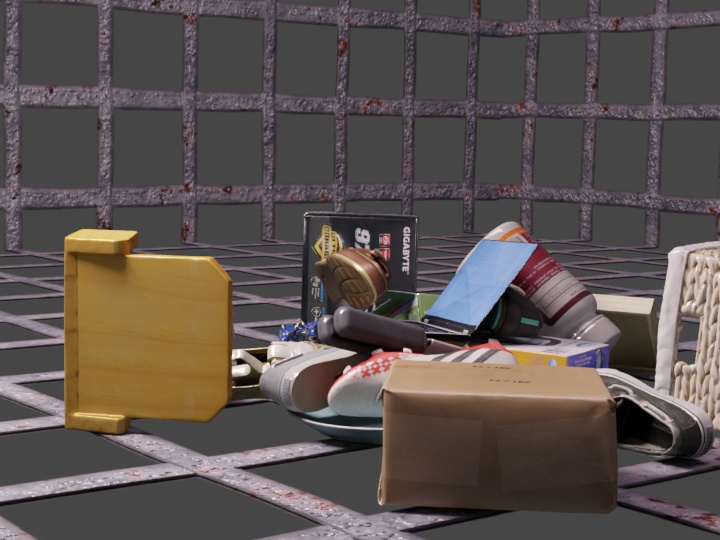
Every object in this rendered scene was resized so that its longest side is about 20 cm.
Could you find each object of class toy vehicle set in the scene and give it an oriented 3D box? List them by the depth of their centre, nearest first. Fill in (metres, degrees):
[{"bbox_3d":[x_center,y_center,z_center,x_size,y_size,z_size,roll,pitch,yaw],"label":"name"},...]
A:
[{"bbox_3d":[0.297,0.080,1.876,0.200,0.124,0.027,4,49,23],"label":"toy vehicle set"}]

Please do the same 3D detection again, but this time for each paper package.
[{"bbox_3d":[0.120,0.144,1.252,0.200,0.104,0.191,1,4,5],"label":"paper package"}]

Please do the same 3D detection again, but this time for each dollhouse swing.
[{"bbox_3d":[-0.221,0.061,1.497,0.176,0.200,0.182,0,6,-3],"label":"dollhouse swing"}]

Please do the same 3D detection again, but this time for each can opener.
[{"bbox_3d":[0.044,0.092,1.470,0.200,0.067,0.053,16,-31,-38],"label":"can opener"}]

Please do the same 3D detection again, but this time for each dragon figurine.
[{"bbox_3d":[-0.061,0.095,1.698,0.059,0.100,0.200,2,6,6],"label":"dragon figurine"}]

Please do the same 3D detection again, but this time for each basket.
[{"bbox_3d":[0.440,0.076,1.550,0.161,0.198,0.200,10,10,35],"label":"basket"}]

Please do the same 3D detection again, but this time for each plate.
[{"bbox_3d":[0.021,0.157,1.485,0.200,0.026,0.200,1,7,0],"label":"plate"}]

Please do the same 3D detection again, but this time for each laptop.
[{"bbox_3d":[0.077,0.016,1.635,0.200,0.116,0.187,4,1,-15],"label":"laptop"}]

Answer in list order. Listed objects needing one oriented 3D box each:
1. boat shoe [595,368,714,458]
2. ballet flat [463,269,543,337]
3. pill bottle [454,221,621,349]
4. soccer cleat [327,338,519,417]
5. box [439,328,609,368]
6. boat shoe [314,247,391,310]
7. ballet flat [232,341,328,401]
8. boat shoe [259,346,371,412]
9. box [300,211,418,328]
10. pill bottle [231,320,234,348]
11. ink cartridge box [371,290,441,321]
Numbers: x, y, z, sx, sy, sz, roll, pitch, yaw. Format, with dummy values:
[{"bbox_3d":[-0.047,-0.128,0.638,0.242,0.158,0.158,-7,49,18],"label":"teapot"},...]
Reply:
[{"bbox_3d":[0.264,0.144,1.432,0.064,0.071,0.200,-2,8,-36],"label":"boat shoe"},{"bbox_3d":[0.167,0.045,1.673,0.068,0.068,0.200,12,11,-12],"label":"ballet flat"},{"bbox_3d":[0.225,0.043,1.777,0.200,0.114,0.114,46,23,17],"label":"pill bottle"},{"bbox_3d":[0.068,0.121,1.416,0.200,0.069,0.085,-8,37,-10],"label":"soccer cleat"},{"bbox_3d":[0.191,0.099,1.611,0.200,0.042,0.119,3,6,32],"label":"box"},{"bbox_3d":[0.000,0.000,1.665,0.068,0.072,0.200,-28,7,-11],"label":"boat shoe"},{"bbox_3d":[-0.108,0.109,1.573,0.200,0.071,0.071,-8,3,16],"label":"ballet flat"},{"bbox_3d":[-0.023,0.106,1.504,0.071,0.070,0.201,11,14,43],"label":"boat shoe"},{"bbox_3d":[-0.001,0.020,1.948,0.159,0.200,0.046,3,3,6],"label":"box"},{"bbox_3d":[-0.220,0.069,1.660,0.112,0.112,0.200,2,-8,7],"label":"pill bottle"},{"bbox_3d":[0.090,0.076,1.836,0.200,0.059,0.104,6,-24,-30],"label":"ink cartridge box"}]
